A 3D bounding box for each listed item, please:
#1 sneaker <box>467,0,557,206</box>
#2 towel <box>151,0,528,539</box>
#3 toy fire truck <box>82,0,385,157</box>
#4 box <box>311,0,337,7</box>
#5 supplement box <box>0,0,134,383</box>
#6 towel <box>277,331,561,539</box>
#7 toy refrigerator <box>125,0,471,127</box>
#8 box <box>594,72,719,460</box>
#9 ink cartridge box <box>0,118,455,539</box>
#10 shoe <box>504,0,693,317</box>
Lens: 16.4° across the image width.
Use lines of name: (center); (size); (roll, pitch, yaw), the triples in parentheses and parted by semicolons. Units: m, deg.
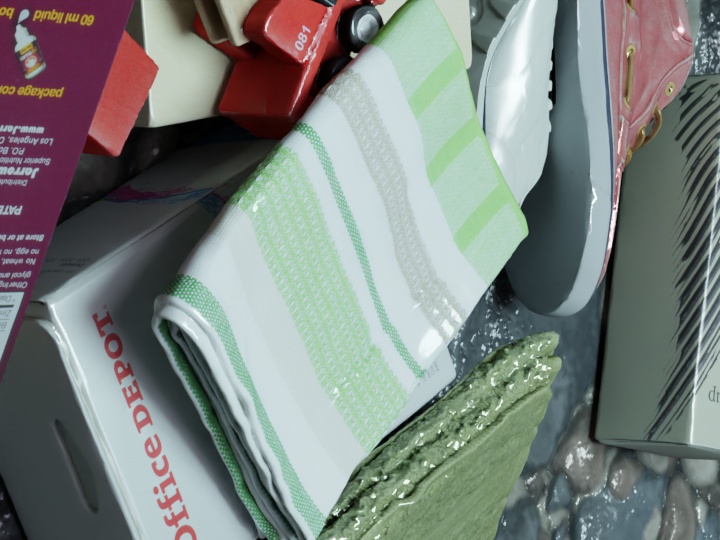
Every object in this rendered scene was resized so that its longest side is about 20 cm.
sneaker: (0.063, -0.101, 1.225); (0.080, 0.076, 0.200); (21, 83, -49)
towel: (0.000, 0.000, 1.041); (0.200, 0.031, 0.149); (-52, 138, -30)
toy fire truck: (-0.052, -0.122, 1.019); (0.141, 0.049, 0.200); (33, 72, -43)
box: (-0.096, -0.182, 0.863); (0.200, 0.141, 0.079); (31, 84, -47)
supplement box: (-0.168, -0.048, 0.898); (0.086, 0.110, 0.200); (-1, 120, -45)
towel: (0.017, 0.120, 1.147); (0.200, 0.036, 0.148); (-40, 156, -38)
toy refrigerator: (-0.043, -0.116, 1.114); (0.200, 0.070, 0.076); (-15, 106, -43)
box: (0.183, 0.000, 1.340); (0.082, 0.068, 0.200); (12, 81, -45)
ink cartridge box: (-0.067, 0.032, 1.075); (0.200, 0.085, 0.145); (-36, 115, -41)
shoe: (0.125, -0.074, 1.279); (0.091, 0.071, 0.200); (6, 81, -40)
